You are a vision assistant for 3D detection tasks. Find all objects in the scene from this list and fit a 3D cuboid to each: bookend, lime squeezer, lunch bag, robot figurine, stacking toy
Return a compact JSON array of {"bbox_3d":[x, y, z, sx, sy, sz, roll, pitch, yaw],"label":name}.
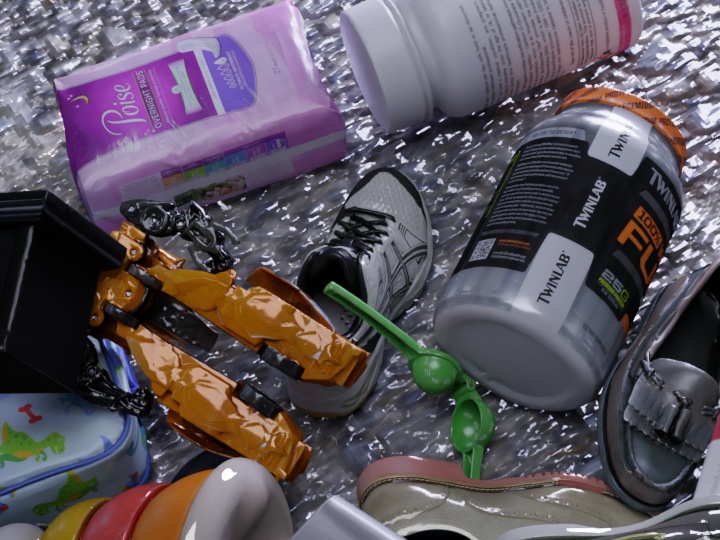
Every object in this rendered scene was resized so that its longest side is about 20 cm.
[{"bbox_3d":[-0.269,0.063,1.287,0.198,0.092,0.201,-1,67,29],"label":"bookend"},{"bbox_3d":[0.046,0.088,1.356,0.070,0.038,0.201,-26,85,-25],"label":"lime squeezer"},{"bbox_3d":[-0.231,0.081,1.391,0.160,0.083,0.201,-21,56,-5],"label":"lunch bag"},{"bbox_3d":[-0.102,0.044,1.327,0.199,0.058,0.145,32,88,15],"label":"robot figurine"},{"bbox_3d":[-0.151,0.182,1.275,0.199,0.146,0.147,3,56,22],"label":"stacking toy"}]

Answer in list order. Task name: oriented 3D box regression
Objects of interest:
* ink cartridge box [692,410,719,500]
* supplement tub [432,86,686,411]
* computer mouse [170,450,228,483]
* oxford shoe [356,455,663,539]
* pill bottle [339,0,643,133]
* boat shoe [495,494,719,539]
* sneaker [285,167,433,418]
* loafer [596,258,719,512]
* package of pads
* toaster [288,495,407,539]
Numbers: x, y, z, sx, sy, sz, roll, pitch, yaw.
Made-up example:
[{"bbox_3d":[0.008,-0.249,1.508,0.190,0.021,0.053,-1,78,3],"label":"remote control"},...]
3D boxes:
[{"bbox_3d":[0.311,0.146,1.272,0.199,0.083,0.147,13,59,16],"label":"ink cartridge box"},{"bbox_3d":[0.139,-0.018,1.382,0.122,0.123,0.201,18,61,19],"label":"supplement tub"},{"bbox_3d":[-0.133,0.182,1.340,0.058,0.034,0.200,32,67,25],"label":"computer mouse"},{"bbox_3d":[0.095,0.169,1.277,0.199,0.071,0.074,5,40,-3],"label":"oxford shoe"},{"bbox_3d":[0.093,-0.180,1.502,0.199,0.114,0.114,-23,56,-8],"label":"pill bottle"},{"bbox_3d":[0.170,0.178,1.196,0.201,0.072,0.060,-9,25,10],"label":"boat shoe"},{"bbox_3d":[0.000,0.000,1.411,0.075,0.088,0.201,7,56,15],"label":"sneaker"},{"bbox_3d":[0.202,0.064,1.320,0.072,0.063,0.200,32,44,-7],"label":"loafer"},{"bbox_3d":[-0.119,-0.112,1.510,0.199,0.076,0.121,-19,53,-5],"label":"package of pads"},{"bbox_3d":[-0.017,0.249,1.180,0.118,0.200,0.181,32,66,21],"label":"toaster"}]
